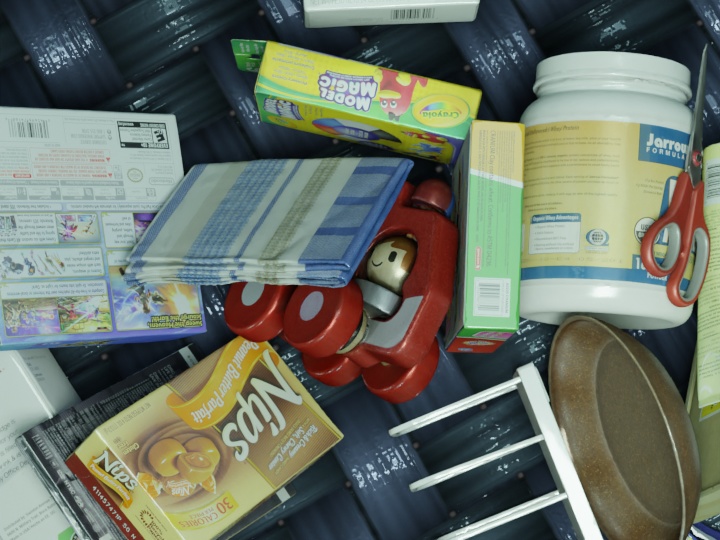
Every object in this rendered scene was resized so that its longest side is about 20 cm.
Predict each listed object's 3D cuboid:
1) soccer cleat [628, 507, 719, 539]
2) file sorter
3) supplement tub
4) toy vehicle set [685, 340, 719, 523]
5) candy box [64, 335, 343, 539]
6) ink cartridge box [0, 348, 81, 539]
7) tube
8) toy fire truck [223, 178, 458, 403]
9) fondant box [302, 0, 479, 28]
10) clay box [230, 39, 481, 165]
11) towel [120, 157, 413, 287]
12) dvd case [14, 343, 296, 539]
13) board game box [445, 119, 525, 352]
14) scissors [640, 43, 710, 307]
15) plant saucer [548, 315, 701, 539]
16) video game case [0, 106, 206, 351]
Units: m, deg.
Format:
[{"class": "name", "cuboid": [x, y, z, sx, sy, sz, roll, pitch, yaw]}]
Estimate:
[{"class": "soccer cleat", "cuboid": [0.295, 0.258, 1.477, 0.084, 0.065, 0.200, -43, 83, 8]}, {"class": "file sorter", "cuboid": [0.112, 0.188, 1.453, 0.124, 0.139, 0.200, -21, 83, 0]}, {"class": "supplement tub", "cuboid": [0.193, -0.060, 1.479, 0.144, 0.145, 0.200, 4, 83, 0]}, {"class": "toy vehicle set", "cuboid": [0.291, 0.085, 1.447, 0.026, 0.124, 0.200, 20, 67, -12]}, {"class": "candy box", "cuboid": [-0.115, 0.135, 1.438, 0.115, 0.200, 0.055, 51, 130, 5]}, {"class": "ink cartridge box", "cuboid": [-0.268, 0.165, 1.467, 0.146, 0.084, 0.200, -34, 84, 9]}, {"class": "tube", "cuboid": [0.282, 0.003, 1.445, 0.052, 0.058, 0.200, -1, 73, 25]}, {"class": "toy fire truck", "cuboid": [0.000, 0.000, 1.454, 0.112, 0.200, 0.168, 32, 77, -35]}, {"class": "fondant box", "cuboid": [0.020, -0.305, 1.554, 0.144, 0.058, 0.200, -3, 82, 0]}, {"class": "clay box", "cuboid": [-0.007, -0.133, 1.503, 0.200, 0.115, 0.048, 12, 83, 2]}, {"class": "towel", "cuboid": [-0.071, -0.037, 1.442, 0.200, 0.024, 0.147, -1, 39, 27]}, {"class": "dvd case", "cuboid": [-0.153, 0.151, 1.448, 0.016, 0.200, 0.149, -40, 83, 40]}, {"class": "board game box", "cuboid": [0.094, -0.020, 1.446, 0.040, 0.200, 0.153, 3, 83, -1]}, {"class": "scissors", "cuboid": [0.254, -0.070, 1.432, 0.073, 0.014, 0.200, 34, 64, -35]}, {"class": "plant saucer", "cuboid": [0.206, 0.126, 1.436, 0.037, 0.200, 0.201, -17, 83, -17]}, {"class": "video game case", "cuboid": [-0.220, -0.032, 1.464, 0.200, 0.045, 0.182, -2, 79, -45]}]
